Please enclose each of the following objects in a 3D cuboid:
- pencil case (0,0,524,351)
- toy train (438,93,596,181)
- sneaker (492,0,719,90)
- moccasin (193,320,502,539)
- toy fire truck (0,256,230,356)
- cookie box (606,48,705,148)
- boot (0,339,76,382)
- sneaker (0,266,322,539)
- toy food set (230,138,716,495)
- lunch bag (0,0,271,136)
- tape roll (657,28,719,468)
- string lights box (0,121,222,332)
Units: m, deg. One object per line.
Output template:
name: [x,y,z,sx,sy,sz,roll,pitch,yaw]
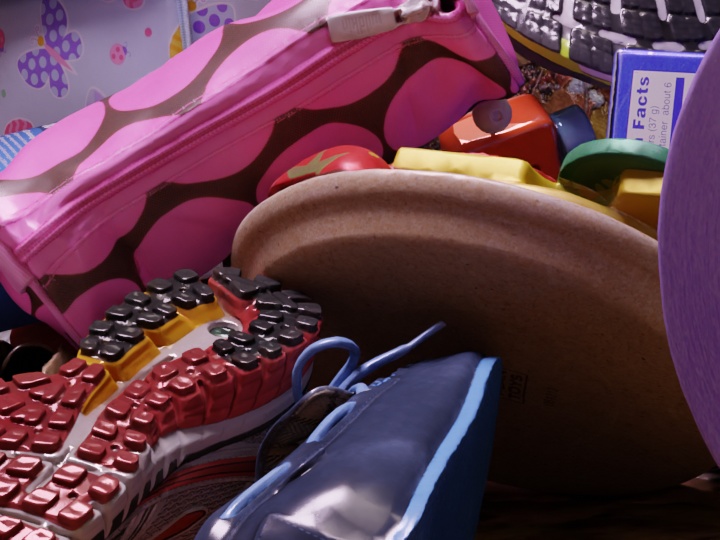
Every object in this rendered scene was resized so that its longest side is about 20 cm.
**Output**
pencil case: [-0.044,-0.049,0.774,0.200,0.091,0.094,-34,10,2]
toy train: [0.000,0.000,0.871,0.199,0.150,0.056,-24,47,-3]
sneaker: [0.140,-0.079,0.859,0.199,0.074,0.081,15,-23,-10]
moccasin: [0.000,0.056,0.658,0.068,0.081,0.200,9,6,11]
toy fire truck: [-0.155,0.035,0.970,0.200,0.129,0.176,-22,15,-36]
cookie box: [0.197,-0.017,0.799,0.199,0.076,0.171,5,-11,17]
boot: [-0.108,0.058,0.811,0.073,0.076,0.200,-6,3,0]
sneaker: [-0.081,0.074,0.666,0.078,0.082,0.200,24,36,35]
toy food set: [0.052,0.019,0.756,0.197,0.049,0.200,7,-30,22]
lunch bag: [-0.104,-0.122,0.999,0.169,0.201,0.127,1,8,40]
tape roll: [0.176,-0.006,0.535,0.199,0.201,0.066,-2,5,24]
string lights box: [-0.165,-0.011,0.863,0.199,0.059,0.103,-15,16,-14]
